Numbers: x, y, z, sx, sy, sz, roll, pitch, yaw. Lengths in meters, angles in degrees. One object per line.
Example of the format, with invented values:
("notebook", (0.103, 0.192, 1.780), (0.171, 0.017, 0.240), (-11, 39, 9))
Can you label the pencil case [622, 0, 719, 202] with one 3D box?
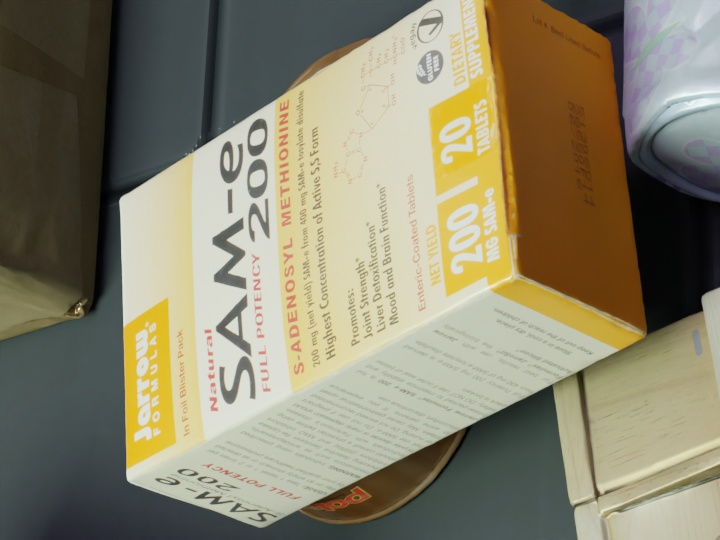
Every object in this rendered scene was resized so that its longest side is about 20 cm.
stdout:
("pencil case", (0.139, -0.126, 0.969), (0.090, 0.083, 0.201), (-23, 55, 39))

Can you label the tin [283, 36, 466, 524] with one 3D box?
("tin", (0.000, 0.000, 1.060), (0.111, 0.042, 0.201), (-8, 65, 33))

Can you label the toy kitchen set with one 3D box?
("toy kitchen set", (0.115, 0.074, 0.826), (0.163, 0.180, 0.201), (-25, 54, 28))

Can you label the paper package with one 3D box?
("paper package", (-0.216, -0.063, 1.229), (0.190, 0.103, 0.201), (-17, 60, 34))

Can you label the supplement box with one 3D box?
("supplement box", (0.001, -0.003, 0.966), (0.200, 0.073, 0.127), (-30, 52, 37))
